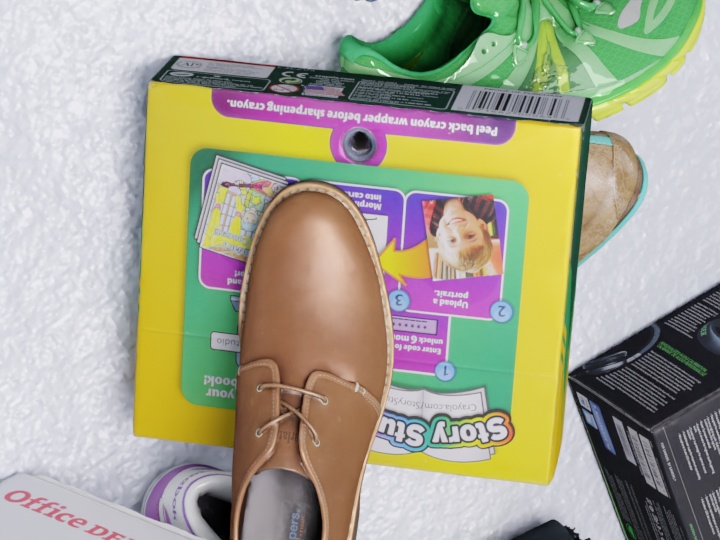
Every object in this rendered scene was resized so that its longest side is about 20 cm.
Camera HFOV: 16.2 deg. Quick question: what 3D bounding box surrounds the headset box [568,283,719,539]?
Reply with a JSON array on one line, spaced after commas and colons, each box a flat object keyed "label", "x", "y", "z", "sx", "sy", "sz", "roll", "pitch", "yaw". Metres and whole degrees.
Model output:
[{"label": "headset box", "x": 0.236, "y": 0.089, "z": 1.346, "sx": 0.199, "sy": 0.093, "sz": 0.175, "roll": -30, "pitch": 117, "yaw": -14}]

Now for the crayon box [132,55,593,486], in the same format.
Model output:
[{"label": "crayon box", "x": 0.000, "y": 0.000, "z": 1.170, "sx": 0.199, "sy": 0.058, "sz": 0.174, "roll": 7, "pitch": 109, "yaw": 8}]

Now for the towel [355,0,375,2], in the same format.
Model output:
[{"label": "towel", "x": 0.075, "y": -0.210, "z": 1.183, "sx": 0.199, "sy": 0.024, "sz": 0.146, "roll": -13, "pitch": 94, "yaw": -22}]

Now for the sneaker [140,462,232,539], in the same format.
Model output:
[{"label": "sneaker", "x": -0.015, "y": 0.164, "z": 1.204, "sx": 0.200, "sy": 0.114, "sz": 0.073, "roll": 35, "pitch": 74, "yaw": -11}]

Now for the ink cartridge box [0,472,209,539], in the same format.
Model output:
[{"label": "ink cartridge box", "x": -0.170, "y": 0.180, "z": 1.115, "sx": 0.200, "sy": 0.147, "sz": 0.086, "roll": -25, "pitch": 122, "yaw": -42}]

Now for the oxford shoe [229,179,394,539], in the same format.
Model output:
[{"label": "oxford shoe", "x": -0.024, "y": 0.060, "z": 1.111, "sx": 0.071, "sy": 0.071, "sz": 0.201, "roll": 2, "pitch": 89, "yaw": 7}]

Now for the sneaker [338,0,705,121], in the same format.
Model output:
[{"label": "sneaker", "x": 0.079, "y": -0.110, "z": 1.213, "sx": 0.199, "sy": 0.074, "sz": 0.084, "roll": -23, "pitch": 120, "yaw": -17}]

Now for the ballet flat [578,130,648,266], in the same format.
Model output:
[{"label": "ballet flat", "x": 0.058, "y": 0.006, "z": 1.226, "sx": 0.072, "sy": 0.068, "sz": 0.200, "roll": 20, "pitch": 125, "yaw": -27}]

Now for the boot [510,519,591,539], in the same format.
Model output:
[{"label": "boot", "x": 0.061, "y": 0.243, "z": 1.325, "sx": 0.167, "sy": 0.076, "sz": 0.201, "roll": -16, "pitch": 108, "yaw": -16}]
